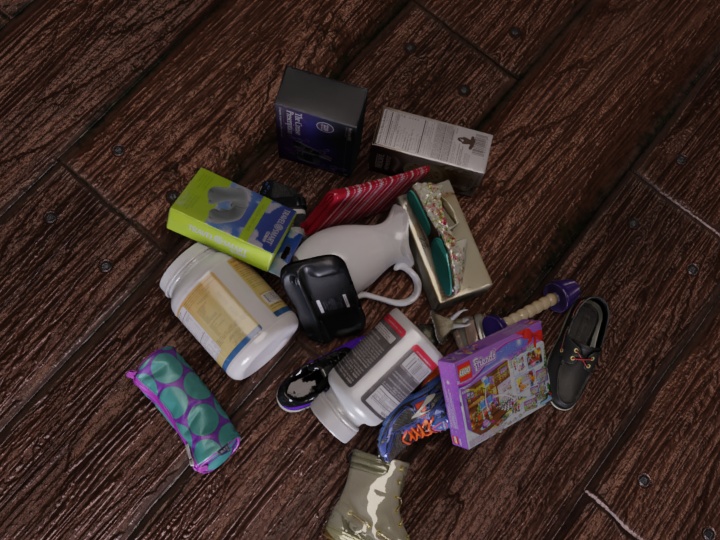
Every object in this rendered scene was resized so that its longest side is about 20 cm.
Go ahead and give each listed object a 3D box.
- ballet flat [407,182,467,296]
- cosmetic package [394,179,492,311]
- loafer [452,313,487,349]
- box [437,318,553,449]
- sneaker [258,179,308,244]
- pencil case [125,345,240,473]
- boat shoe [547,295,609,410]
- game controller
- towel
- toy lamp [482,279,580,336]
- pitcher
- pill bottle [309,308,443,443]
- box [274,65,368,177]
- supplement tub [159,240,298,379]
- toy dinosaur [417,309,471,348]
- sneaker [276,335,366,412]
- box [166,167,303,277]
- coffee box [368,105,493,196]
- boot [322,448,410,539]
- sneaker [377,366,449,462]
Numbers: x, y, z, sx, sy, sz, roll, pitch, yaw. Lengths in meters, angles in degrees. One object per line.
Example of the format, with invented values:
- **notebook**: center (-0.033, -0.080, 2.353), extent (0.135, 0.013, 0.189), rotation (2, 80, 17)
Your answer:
- **ballet flat**: center (0.139, -0.059, 1.269), extent (0.063, 0.076, 0.201), rotation (-17, 79, -15)
- **cosmetic package**: center (0.140, -0.042, 1.338), extent (0.103, 0.073, 0.201), rotation (-20, 78, -9)
- **loafer**: center (0.193, 0.174, 1.291), extent (0.062, 0.072, 0.202), rotation (-11, 68, 10)
- **box**: center (0.213, 0.171, 1.198), extent (0.199, 0.039, 0.138), rotation (-19, 104, -35)
- **sneaker**: center (-0.191, -0.101, 1.337), extent (0.198, 0.073, 0.113), rotation (1, 70, -11)
- **pencil case**: center (-0.277, 0.220, 1.227), extent (0.092, 0.085, 0.200), rotation (-30, 76, -41)
- **boat shoe**: center (0.367, 0.137, 1.311), extent (0.073, 0.063, 0.203), rotation (22, 75, -1)
- **game controller**: center (-0.056, 0.048, 1.236), extent (0.104, 0.201, 0.042), rotation (-19, 49, 0)
- **towel**: center (0.007, -0.119, 1.281), extent (0.199, 0.145, 0.023), rotation (-20, 78, -32)
- **toy lamp**: center (0.295, 0.065, 1.305), extent (0.199, 0.058, 0.058), rotation (-25, 77, -29)
- **pitcher**: center (0.000, 0.000, 1.302), extent (0.199, 0.121, 0.173), rotation (-21, 96, -16)
- **pill bottle**: center (0.021, 0.164, 1.177), extent (0.200, 0.111, 0.111), rotation (-44, 81, -2)
- **box**: center (-0.067, -0.247, 1.313), extent (0.140, 0.200, 0.080), rotation (14, 73, 1)
- **supplement tub**: center (-0.212, 0.059, 1.246), extent (0.145, 0.145, 0.200), rotation (-41, 81, -13)
- **toy dinosaur**: center (0.090, 0.136, 1.269), extent (0.077, 0.102, 0.200), rotation (40, 75, 7)
- **sneaker**: center (-0.045, 0.166, 1.249), extent (0.199, 0.100, 0.070), rotation (-30, 76, -10)
- **box**: center (-0.194, -0.077, 1.241), extent (0.199, 0.048, 0.122), rotation (24, 42, -2)
- **coffee box**: center (0.120, -0.208, 1.362), extent (0.198, 0.114, 0.080), rotation (15, 74, 1)
- **boot**: center (0.057, 0.380, 1.216), extent (0.198, 0.072, 0.156), rotation (20, 72, 2)
- **sneaker**: center (0.104, 0.228, 1.218), extent (0.200, 0.076, 0.078), rotation (-42, 53, -19)
